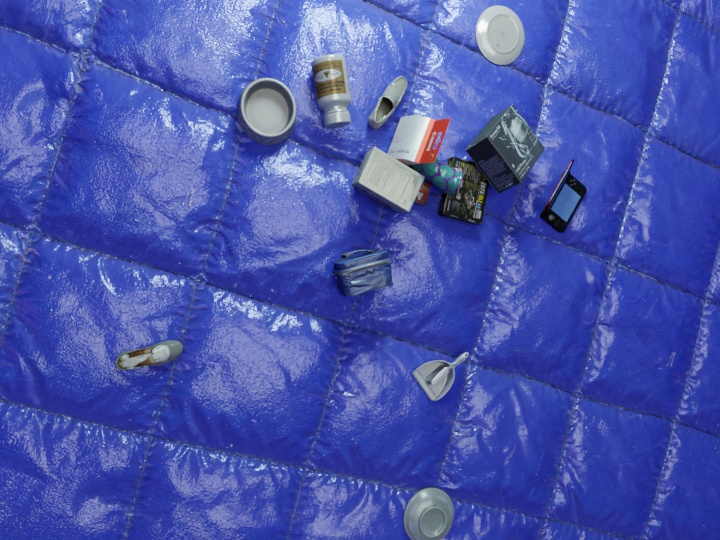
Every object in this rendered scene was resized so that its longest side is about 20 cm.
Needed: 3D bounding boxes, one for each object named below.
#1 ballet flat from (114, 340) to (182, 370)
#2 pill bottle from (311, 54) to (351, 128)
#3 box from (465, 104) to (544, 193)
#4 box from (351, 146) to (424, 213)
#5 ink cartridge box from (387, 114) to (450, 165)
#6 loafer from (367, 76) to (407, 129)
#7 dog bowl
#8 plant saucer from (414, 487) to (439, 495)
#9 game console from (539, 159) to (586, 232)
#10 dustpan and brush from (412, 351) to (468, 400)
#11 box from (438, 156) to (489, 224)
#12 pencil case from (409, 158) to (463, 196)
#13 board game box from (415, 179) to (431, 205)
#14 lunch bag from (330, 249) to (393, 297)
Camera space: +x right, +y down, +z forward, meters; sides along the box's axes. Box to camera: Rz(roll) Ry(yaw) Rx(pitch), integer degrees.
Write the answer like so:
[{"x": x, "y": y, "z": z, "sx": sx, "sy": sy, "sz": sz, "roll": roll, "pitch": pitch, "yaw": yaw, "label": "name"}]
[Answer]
[{"x": -0.637, "y": 0.262, "z": 1.572, "sx": 0.194, "sy": 0.064, "sz": 0.070, "roll": -12, "pitch": 96, "yaw": -14, "label": "ballet flat"}, {"x": -0.088, "y": -0.565, "z": 1.654, "sx": 0.111, "sy": 0.114, "sz": 0.206, "roll": -10, "pitch": 95, "yaw": -14, "label": "pill bottle"}, {"x": 0.497, "y": -0.415, "z": 1.786, "sx": 0.197, "sy": 0.123, "sz": 0.201, "roll": 47, "pitch": 62, "yaw": -11, "label": "box"}, {"x": 0.088, "y": -0.290, "z": 1.698, "sx": 0.196, "sy": 0.109, "sz": 0.131, "roll": 28, "pitch": 86, "yaw": -14, "label": "box"}, {"x": 0.181, "y": -0.424, "z": 1.682, "sx": 0.056, "sy": 0.198, "sz": 0.166, "roll": 28, "pitch": 77, "yaw": -33, "label": "ink cartridge box"}, {"x": 0.097, "y": -0.559, "z": 1.726, "sx": 0.069, "sy": 0.070, "sz": 0.203, "roll": 33, "pitch": 84, "yaw": -14, "label": "loafer"}, {"x": -0.290, "y": -0.504, "z": 1.633, "sx": 0.194, "sy": 0.059, "sz": 0.207, "roll": -1, "pitch": 93, "yaw": -16, "label": "dog bowl"}, {"x": 0.249, "y": 0.879, "z": 1.844, "sx": 0.194, "sy": 0.050, "sz": 0.207, "roll": -1, "pitch": 93, "yaw": -15, "label": "plant saucer"}, {"x": 0.750, "y": -0.265, "z": 1.889, "sx": 0.170, "sy": 0.118, "sz": 0.203, "roll": 34, "pitch": 85, "yaw": -13, "label": "game console"}, {"x": 0.297, "y": 0.350, "z": 1.826, "sx": 0.199, "sy": 0.057, "sz": 0.141, "roll": -39, "pitch": 101, "yaw": -10, "label": "dustpan and brush"}, {"x": 0.366, "y": -0.278, "z": 1.823, "sx": 0.155, "sy": 0.049, "sz": 0.206, "roll": 11, "pitch": 90, "yaw": -18, "label": "box"}, {"x": 0.250, "y": -0.340, "z": 1.743, "sx": 0.198, "sy": 0.085, "sz": 0.094, "roll": 35, "pitch": 102, "yaw": 4, "label": "pencil case"}, {"x": 0.146, "y": -0.302, "z": 1.778, "sx": 0.195, "sy": 0.019, "sz": 0.106, "roll": 16, "pitch": 89, "yaw": -15, "label": "board game box"}, {"x": 0.000, "y": 0.000, "z": 1.693, "sx": 0.194, "sy": 0.136, "sz": 0.136, "roll": -13, "pitch": 95, "yaw": -12, "label": "lunch bag"}]
